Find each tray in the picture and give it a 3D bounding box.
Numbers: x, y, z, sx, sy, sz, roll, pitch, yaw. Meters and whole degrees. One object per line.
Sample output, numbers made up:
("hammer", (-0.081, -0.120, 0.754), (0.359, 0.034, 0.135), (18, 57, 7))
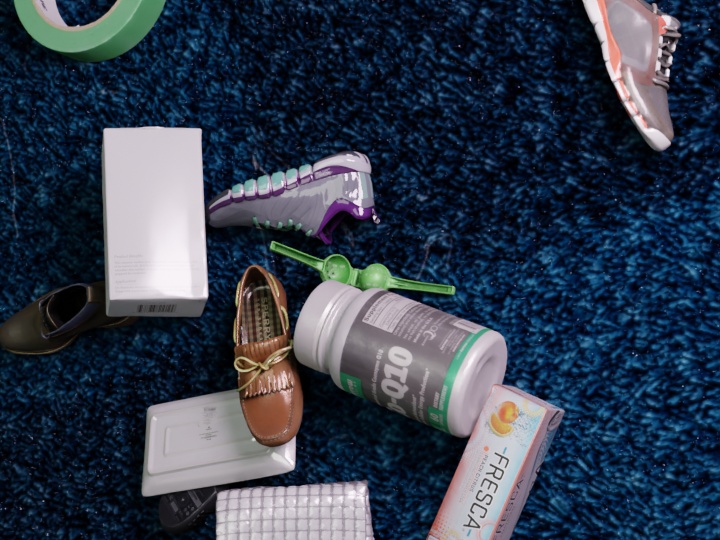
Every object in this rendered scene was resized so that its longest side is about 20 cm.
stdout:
("tray", (-0.160, 0.181, 1.579), (0.199, 0.022, 0.108), (-13, 61, 25))

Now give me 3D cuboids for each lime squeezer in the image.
("lime squeezer", (0.000, 0.000, 1.533), (0.199, 0.071, 0.038), (15, 62, -4))

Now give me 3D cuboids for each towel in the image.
("towel", (-0.065, 0.320, 1.483), (0.165, 0.086, 0.201), (-3, 85, -2))

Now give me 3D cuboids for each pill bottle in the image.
("pill bottle", (0.039, 0.085, 1.474), (0.199, 0.113, 0.114), (20, 91, 26))

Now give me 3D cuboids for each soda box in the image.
("soda box", (0.130, 0.217, 1.439), (0.063, 0.068, 0.201), (25, 94, 24))

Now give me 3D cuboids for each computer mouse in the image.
("computer mouse", (-0.145, 0.217, 1.588), (0.200, 0.034, 0.059), (-42, 52, 8))

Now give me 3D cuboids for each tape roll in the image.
("tape roll", (-0.324, -0.354, 1.734), (0.200, 0.048, 0.201), (-3, 82, 24))

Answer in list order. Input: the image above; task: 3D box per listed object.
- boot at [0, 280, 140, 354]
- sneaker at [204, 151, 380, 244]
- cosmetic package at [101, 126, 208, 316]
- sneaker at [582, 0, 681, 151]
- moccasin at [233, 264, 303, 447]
("boot", (-0.357, 0.048, 1.664), (0.199, 0.097, 0.075), (-18, 76, 21))
("sneaker", (-0.077, -0.062, 1.570), (0.199, 0.074, 0.088), (-17, 81, 20))
("cosmetic package", (-0.230, -0.054, 1.601), (0.112, 0.081, 0.201), (1, 73, -12))
("sneaker", (0.283, -0.218, 1.431), (0.082, 0.077, 0.201), (-21, 75, 13))
("moccasin", (-0.100, 0.089, 1.529), (0.073, 0.078, 0.202), (-6, 62, 10))
